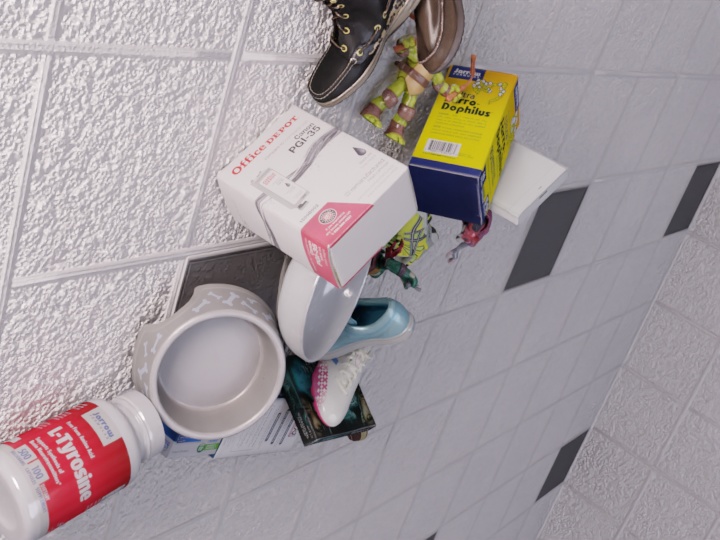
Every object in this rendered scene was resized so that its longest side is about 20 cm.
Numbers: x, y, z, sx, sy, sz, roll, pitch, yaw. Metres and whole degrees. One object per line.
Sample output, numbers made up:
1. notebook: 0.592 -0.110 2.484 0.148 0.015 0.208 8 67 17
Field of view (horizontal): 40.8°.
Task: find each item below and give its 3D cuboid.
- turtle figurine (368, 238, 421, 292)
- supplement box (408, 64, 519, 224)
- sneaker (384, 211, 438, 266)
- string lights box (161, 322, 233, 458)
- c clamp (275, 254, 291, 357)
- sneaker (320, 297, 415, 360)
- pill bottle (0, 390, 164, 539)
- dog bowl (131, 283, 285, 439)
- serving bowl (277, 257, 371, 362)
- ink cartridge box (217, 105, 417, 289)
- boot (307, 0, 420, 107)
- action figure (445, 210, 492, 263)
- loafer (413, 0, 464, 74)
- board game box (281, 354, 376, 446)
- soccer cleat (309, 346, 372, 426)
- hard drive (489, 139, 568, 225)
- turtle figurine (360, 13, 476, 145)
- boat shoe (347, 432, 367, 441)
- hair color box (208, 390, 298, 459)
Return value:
1. turtle figurine: 0.000 0.000 1.448 0.148 0.102 0.199 -22 161 25
2. supplement box: 0.156 -0.187 1.424 0.109 0.108 0.202 74 34 -55
3. sneaker: 0.068 -0.063 1.511 0.077 0.075 0.200 -53 150 -7
4. string lights box: -0.206 0.148 1.303 0.102 0.059 0.202 9 110 -58
5. c clamp: -0.106 0.055 1.347 0.171 0.027 0.203 -73 172 -66
6. sneaker: -0.022 0.074 1.430 0.082 0.197 0.075 52 31 -45
7. pill bottle: -0.330 0.220 1.123 0.199 0.112 0.114 -27 140 -43
8. dog bowl: -0.183 0.121 1.210 0.197 0.059 0.203 -9 114 -21
9. serving bowl: -0.054 0.014 1.252 0.201 0.065 0.201 -58 162 -32
10. ink cartridge box: -0.054 -0.092 1.158 0.147 0.199 0.083 -45 146 -20
11. boot: -0.024 -0.300 1.130 0.200 0.073 0.150 -49 146 12
12. action figure: 0.189 -0.104 1.547 0.201 0.147 0.135 -87 159 -52
13. loafer: 0.082 -0.343 1.208 0.070 0.073 0.204 8 75 -29
14. board game box: -0.053 0.196 1.511 0.028 0.137 0.199 -30 166 23
15. soccer cleat: -0.023 0.142 1.475 0.070 0.086 0.202 45 35 -31
16. hard drive: 0.201 -0.159 1.491 0.132 0.199 0.026 -41 148 -26
17. turtle figurine: 0.066 -0.264 1.317 0.162 0.064 0.199 -54 144 5
18. boat shoe: -0.031 0.251 1.692 0.071 0.073 0.201 -17 153 -7
19. hair color box: -0.158 0.218 1.447 0.199 0.060 0.101 13 107 -60
